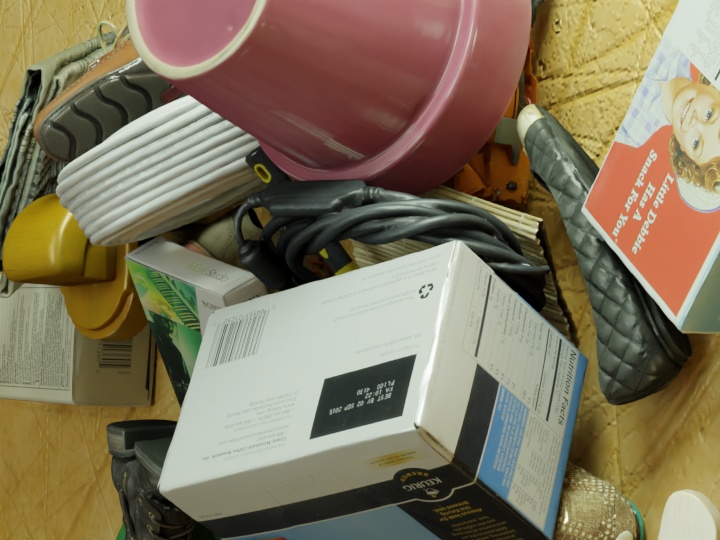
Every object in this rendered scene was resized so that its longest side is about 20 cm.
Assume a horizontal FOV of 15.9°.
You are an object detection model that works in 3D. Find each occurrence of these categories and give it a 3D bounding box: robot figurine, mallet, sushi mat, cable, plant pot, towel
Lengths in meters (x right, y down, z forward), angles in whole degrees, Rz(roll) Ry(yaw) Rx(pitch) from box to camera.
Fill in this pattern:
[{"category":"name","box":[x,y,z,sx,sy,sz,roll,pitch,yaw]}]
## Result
[{"category":"robot figurine","box":[0.063,-0.137,1.609,0.145,0.058,0.200,-8,80,56]},{"category":"mallet","box":[0.000,0.000,1.628,0.066,0.041,0.200,-27,98,46]},{"category":"sushi mat","box":[0.051,-0.016,1.582,0.200,0.012,0.096,21,143,45]},{"category":"cable","box":[-0.107,-0.076,1.738,0.069,0.200,0.200,65,161,1]},{"category":"plant pot","box":[-0.031,-0.153,1.521,0.200,0.179,0.200,-14,70,42]},{"category":"towel","box":[-0.229,-0.084,1.975,0.035,0.200,0.193,25,111,11]},{"category":"cable","box":[0.026,0.012,1.532,0.200,0.163,0.051,-1,45,36]}]

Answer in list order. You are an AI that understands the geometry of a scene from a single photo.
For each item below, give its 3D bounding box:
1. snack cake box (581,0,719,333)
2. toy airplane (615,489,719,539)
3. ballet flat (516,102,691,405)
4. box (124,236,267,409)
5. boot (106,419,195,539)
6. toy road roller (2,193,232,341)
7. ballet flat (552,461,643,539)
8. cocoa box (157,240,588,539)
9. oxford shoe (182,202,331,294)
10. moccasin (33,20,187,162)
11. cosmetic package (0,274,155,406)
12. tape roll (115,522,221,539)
[{"category":"snack cake box","box":[0.206,-0.078,1.373,0.115,0.067,0.200,54,130,43]},{"category":"toy airplane","box":[0.149,0.244,1.358,0.199,0.141,0.200,-49,48,43]},{"category":"ballet flat","box":[0.128,-0.015,1.482,0.057,0.066,0.200,-33,57,18]},{"category":"box","box":[-0.085,0.082,1.754,0.144,0.036,0.200,19,131,57]},{"category":"boot","box":[-0.129,0.197,1.775,0.200,0.069,0.174,-167,75,-71]},{"category":"toy road roller","box":[-0.180,-0.049,1.893,0.123,0.146,0.200,-7,81,53]},{"category":"ballet flat","box":[0.088,0.129,1.535,0.200,0.065,0.071,19,107,57]},{"category":"cocoa box","box":[0.009,0.090,1.493,0.200,0.131,0.133,-17,45,38]},{"category":"oxford shoe","box":[-0.044,0.014,1.753,0.075,0.070,0.200,-47,54,-8]},{"category":"moccasin","box":[-0.147,-0.148,1.837,0.201,0.074,0.078,-41,34,-6]},{"category":"cosmetic package","box":[-0.240,0.054,2.048,0.200,0.071,0.105,2,88,57]},{"category":"tape roll","box":[-0.123,0.258,1.867,0.200,0.048,0.201,-10,78,56]}]
